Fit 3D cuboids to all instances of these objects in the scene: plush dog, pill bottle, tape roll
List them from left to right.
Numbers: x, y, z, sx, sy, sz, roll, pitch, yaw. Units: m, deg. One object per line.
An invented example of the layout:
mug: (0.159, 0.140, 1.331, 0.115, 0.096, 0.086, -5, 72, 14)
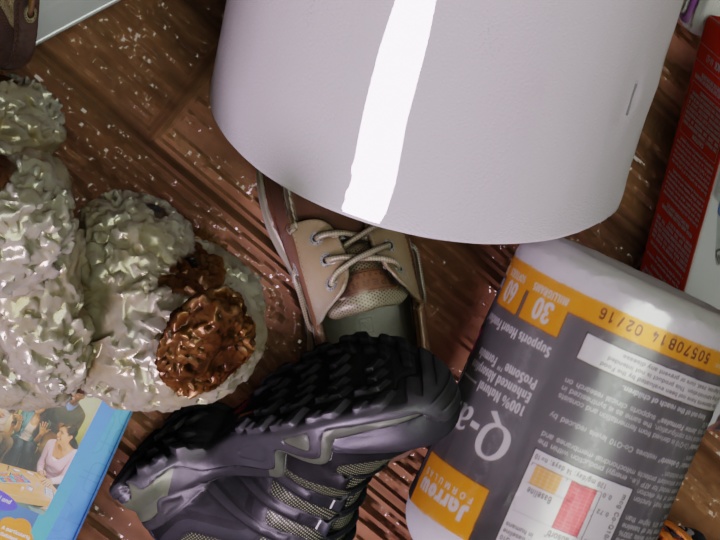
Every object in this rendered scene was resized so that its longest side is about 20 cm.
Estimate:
plush dog: (-0.123, 0.015, 0.954, 0.170, 0.200, 0.162, 11, 105, -12)
tape roll: (0.040, -0.121, 0.983, 0.201, 0.203, 0.140, 6, 121, -16)
pill bottle: (0.090, 0.093, 1.020, 0.116, 0.116, 0.201, 22, 95, -17)

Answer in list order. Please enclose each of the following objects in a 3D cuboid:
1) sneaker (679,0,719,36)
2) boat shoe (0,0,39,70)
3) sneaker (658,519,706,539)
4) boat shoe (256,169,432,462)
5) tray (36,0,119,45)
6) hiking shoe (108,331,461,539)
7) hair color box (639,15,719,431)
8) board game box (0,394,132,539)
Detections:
sneaker: (0.231, -0.201, 1.107, 0.099, 0.075, 0.201, 29, 90, -17)
boat shoe: (-0.164, -0.190, 0.990, 0.072, 0.072, 0.202, 5, 86, -46)
sneaker: (0.128, 0.120, 1.136, 0.111, 0.077, 0.202, -2, 94, -30)
boat shoe: (0.000, 0.000, 1.075, 0.075, 0.072, 0.202, -18, 102, -12)
tray: (-0.187, -0.149, 1.028, 0.199, 0.022, 0.108, -29, 104, -9)
hiking shoe: (-0.022, 0.099, 1.046, 0.101, 0.199, 0.076, 56, 38, -19)
hair color box: (0.210, -0.019, 1.111, 0.110, 0.064, 0.202, 5, 113, -16)
board game box: (-0.195, 0.075, 1.047, 0.151, 0.045, 0.201, 25, 91, -17)
